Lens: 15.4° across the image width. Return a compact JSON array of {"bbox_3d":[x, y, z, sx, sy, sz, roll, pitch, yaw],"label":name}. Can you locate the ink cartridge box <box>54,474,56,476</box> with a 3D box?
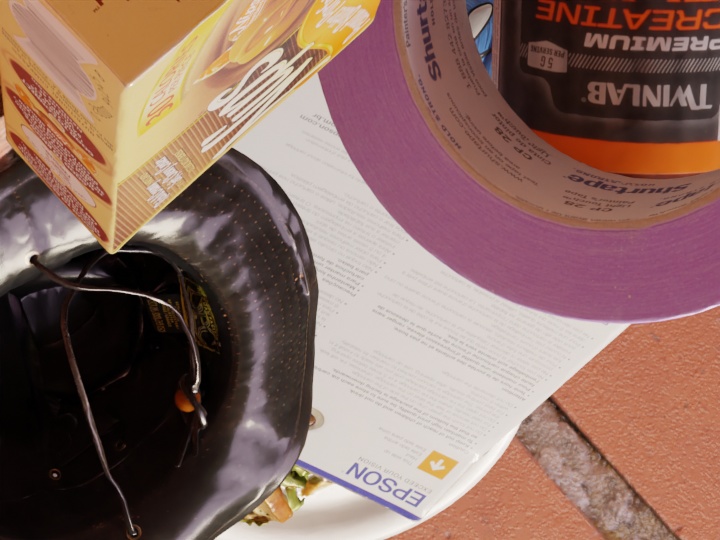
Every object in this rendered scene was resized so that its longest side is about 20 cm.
[{"bbox_3d":[-0.194,0.133,1.267,0.146,0.084,0.200,-42,175,-24],"label":"ink cartridge box"}]

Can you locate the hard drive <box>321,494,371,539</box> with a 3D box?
[{"bbox_3d":[-0.053,0.144,1.270,0.131,0.202,0.026,-12,166,22],"label":"hard drive"}]

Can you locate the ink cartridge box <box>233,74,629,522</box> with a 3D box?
[{"bbox_3d":[0.000,0.000,1.079,0.200,0.199,0.041,-46,-153,37],"label":"ink cartridge box"}]

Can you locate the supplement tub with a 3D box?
[{"bbox_3d":[0.100,-0.090,0.960,0.107,0.106,0.202,-34,128,-64],"label":"supplement tub"}]

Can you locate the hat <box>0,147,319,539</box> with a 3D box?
[{"bbox_3d":[-0.113,0.032,0.940,0.200,0.201,0.081,-42,-140,-15],"label":"hat"}]

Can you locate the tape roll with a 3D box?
[{"bbox_3d":[0.086,-0.087,0.872,0.200,0.200,0.066,-45,176,26],"label":"tape roll"}]

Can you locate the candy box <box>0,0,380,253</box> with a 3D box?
[{"bbox_3d":[-0.043,-0.079,0.740,0.115,0.055,0.200,-42,176,-12],"label":"candy box"}]

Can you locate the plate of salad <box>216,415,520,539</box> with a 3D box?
[{"bbox_3d":[-0.017,0.054,1.169,0.200,0.200,0.048,-44,-150,19],"label":"plate of salad"}]

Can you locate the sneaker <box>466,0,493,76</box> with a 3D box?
[{"bbox_3d":[0.035,-0.087,1.174,0.200,0.089,0.079,-41,175,-26],"label":"sneaker"}]
